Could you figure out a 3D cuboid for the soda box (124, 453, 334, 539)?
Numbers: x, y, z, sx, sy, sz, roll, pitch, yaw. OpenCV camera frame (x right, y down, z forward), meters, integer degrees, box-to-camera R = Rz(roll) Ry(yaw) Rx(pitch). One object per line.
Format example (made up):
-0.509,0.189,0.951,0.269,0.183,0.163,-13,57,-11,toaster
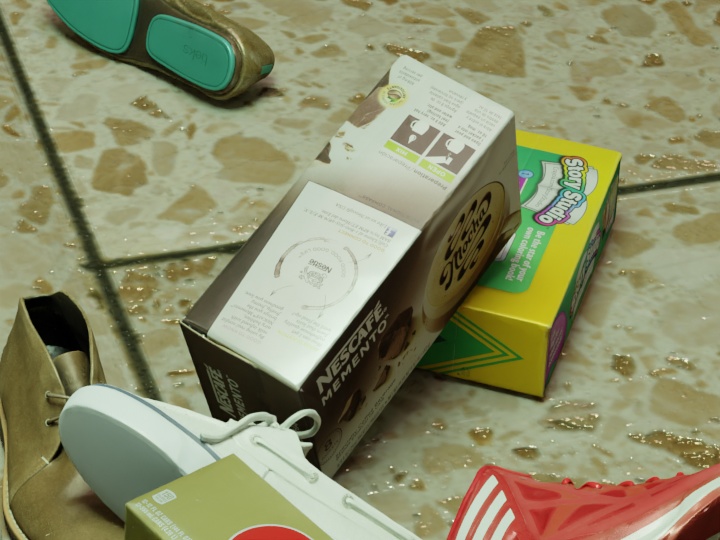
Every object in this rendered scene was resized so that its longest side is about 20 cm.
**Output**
-0.020,0.166,0.916,0.064,0.068,0.200,-22,43,-35,soda box

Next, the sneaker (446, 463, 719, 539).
0.127,0.118,1.094,0.199,0.079,0.115,-21,42,-33,sneaker

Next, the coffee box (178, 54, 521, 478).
0.000,0.000,1.154,0.080,0.113,0.200,29,65,22,coffee box

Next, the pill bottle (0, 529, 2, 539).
-0.238,0.117,1.029,0.112,0.113,0.200,-14,38,-25,pill bottle

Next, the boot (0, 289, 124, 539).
-0.152,0.087,1.116,0.073,0.076,0.200,-6,37,-21,boot

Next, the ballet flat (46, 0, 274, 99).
-0.139,-0.177,1.523,0.199,0.068,0.072,26,20,29,ballet flat

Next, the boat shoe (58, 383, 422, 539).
-0.048,0.104,1.058,0.201,0.075,0.086,31,46,5,boat shoe

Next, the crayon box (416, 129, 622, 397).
0.054,-0.018,1.303,0.171,0.059,0.200,14,37,12,crayon box
